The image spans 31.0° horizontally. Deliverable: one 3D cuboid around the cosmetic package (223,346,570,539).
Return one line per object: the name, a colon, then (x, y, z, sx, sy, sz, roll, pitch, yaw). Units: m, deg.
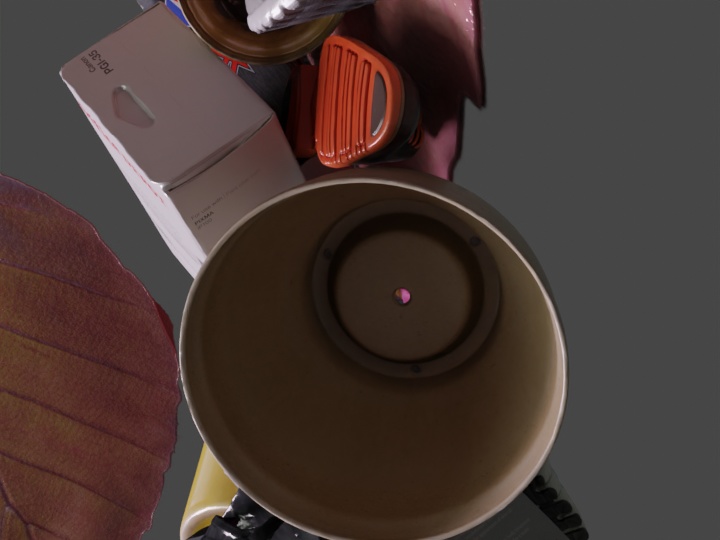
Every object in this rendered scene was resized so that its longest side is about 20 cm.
cosmetic package: (0.021, 0.145, 0.787, 0.200, 0.107, 0.090, 44, 142, 23)

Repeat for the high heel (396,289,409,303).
high heel: (0.000, 0.000, 0.909, 0.200, 0.096, 0.067, 55, 166, 42)

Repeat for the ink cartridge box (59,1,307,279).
ink cartridge box: (-0.091, -0.050, 0.833, 0.147, 0.083, 0.200, 46, 168, 36)

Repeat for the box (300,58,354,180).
box: (-0.089, -0.096, 1.034, 0.200, 0.128, 0.109, 64, 170, -5)

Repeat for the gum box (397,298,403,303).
gum box: (0.026, 0.075, 1.116, 0.200, 0.044, 0.170, 67, 171, -12)

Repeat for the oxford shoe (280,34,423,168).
oxford shoe: (0.008, -0.093, 0.739, 0.200, 0.072, 0.071, -154, 69, -74)

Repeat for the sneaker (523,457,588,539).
sneaker: (0.099, 0.140, 0.874, 0.090, 0.078, 0.200, -116, 12, -69)

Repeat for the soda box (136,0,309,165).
soda box: (-0.094, -0.163, 0.934, 0.200, 0.063, 0.071, 55, -169, -4)

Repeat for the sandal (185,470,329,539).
sandal: (-0.072, 0.179, 0.795, 0.075, 0.048, 0.200, 50, 145, 7)

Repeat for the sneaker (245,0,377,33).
sneaker: (-0.019, -0.182, 0.659, 0.082, 0.075, 0.200, 69, 159, 5)

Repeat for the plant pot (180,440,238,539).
plant pot: (-0.034, 0.143, 0.944, 0.189, 0.200, 0.201, -64, -35, -44)

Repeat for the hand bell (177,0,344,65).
hand bell: (-0.058, -0.188, 0.847, 0.200, 0.104, 0.104, -97, -17, -80)

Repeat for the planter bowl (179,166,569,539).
planter bowl: (0.016, 0.031, 0.716, 0.200, 0.200, 0.135, 66, -163, -12)
